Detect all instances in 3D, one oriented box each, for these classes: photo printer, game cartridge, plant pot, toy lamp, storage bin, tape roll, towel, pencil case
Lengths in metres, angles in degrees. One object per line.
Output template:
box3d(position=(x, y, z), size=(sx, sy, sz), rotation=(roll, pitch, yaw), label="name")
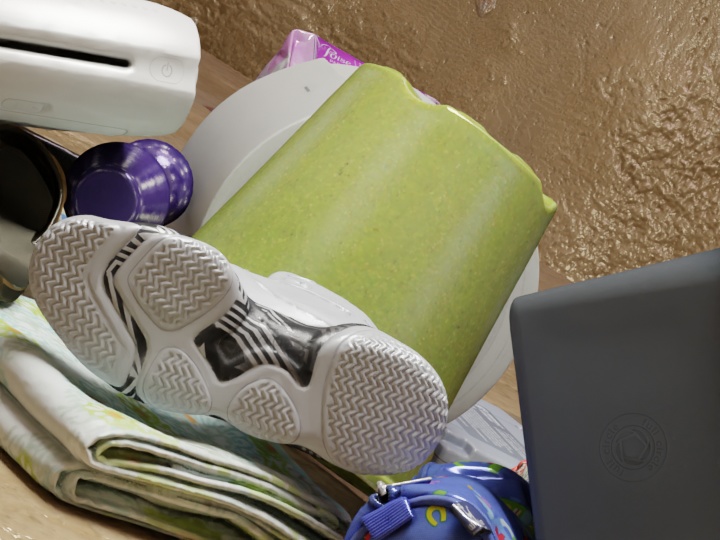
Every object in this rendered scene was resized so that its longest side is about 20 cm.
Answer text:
box3d(position=(-0.175, -0.108, 1.435), size=(0.166, 0.070, 0.200), rotation=(8, 1, -20), label="photo printer")
box3d(position=(0.074, 0.113, 1.837), size=(0.133, 0.041, 0.200), rotation=(24, 8, -20), label="game cartridge")
box3d(position=(0.000, 0.000, 1.527), size=(0.200, 0.184, 0.200), rotation=(36, -6, 4), label="plant pot")
box3d(position=(-0.124, -0.043, 1.538), size=(0.058, 0.058, 0.200), rotation=(30, 4, -2), label="toy lamp")
box3d(position=(0.151, 0.083, 1.373), size=(0.134, 0.200, 0.146), rotation=(-8, -7, 13), label="storage bin")
box3d(position=(-0.009, -0.011, 1.682), size=(0.203, 0.203, 0.139), rotation=(28, 8, -17), label="tape roll")
box3d(position=(-0.110, 0.066, 1.327), size=(0.171, 0.048, 0.200), rotation=(26, 8, -40), label="towel")
box3d(position=(0.039, 0.131, 1.333), size=(0.200, 0.078, 0.087), rotation=(-3, 70, -80), label="pencil case")

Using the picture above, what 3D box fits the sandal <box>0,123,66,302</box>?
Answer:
box3d(position=(-0.176, -0.041, 1.384), size=(0.082, 0.055, 0.200), rotation=(30, 11, -9), label="sandal")

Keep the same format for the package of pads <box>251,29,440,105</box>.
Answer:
box3d(position=(-0.044, -0.045, 1.819), size=(0.120, 0.200, 0.076), rotation=(27, 37, -20), label="package of pads")

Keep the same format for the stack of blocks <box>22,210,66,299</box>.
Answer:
box3d(position=(-0.225, -0.031, 1.500), size=(0.200, 0.059, 0.115), rotation=(29, 7, -15), label="stack of blocks")

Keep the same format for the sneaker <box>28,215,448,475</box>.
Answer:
box3d(position=(-0.062, 0.030, 1.316), size=(0.200, 0.075, 0.115), rotation=(24, 2, -13), label="sneaker")

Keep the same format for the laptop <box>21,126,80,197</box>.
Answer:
box3d(position=(-0.262, -0.107, 1.642), size=(0.187, 0.116, 0.200), rotation=(27, -32, -21), label="laptop")

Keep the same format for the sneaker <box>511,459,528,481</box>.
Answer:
box3d(position=(0.096, 0.124, 1.517), size=(0.067, 0.108, 0.201), rotation=(28, 6, -13), label="sneaker")
